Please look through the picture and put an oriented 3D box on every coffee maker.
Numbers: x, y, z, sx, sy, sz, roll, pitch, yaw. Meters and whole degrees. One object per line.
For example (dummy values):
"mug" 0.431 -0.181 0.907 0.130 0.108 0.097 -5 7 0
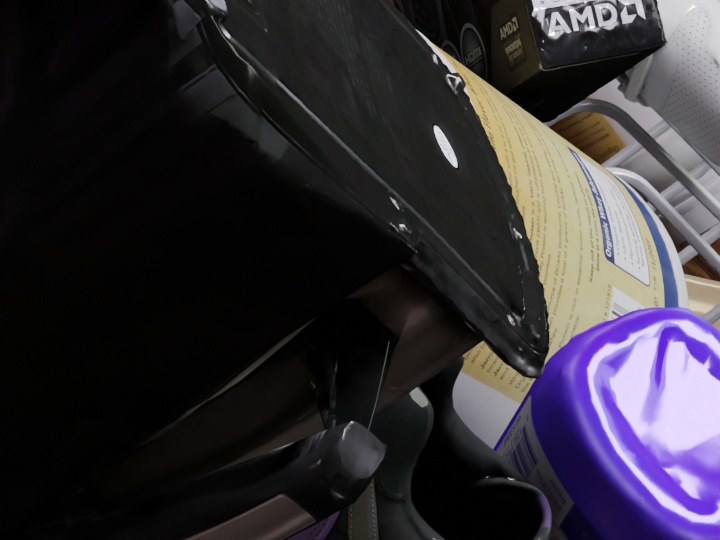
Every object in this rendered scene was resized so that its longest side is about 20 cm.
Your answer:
"coffee maker" -0.092 -0.008 0.609 0.192 0.200 0.135 52 17 -14

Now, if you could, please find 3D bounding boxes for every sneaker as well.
"sneaker" 0.018 0.098 0.793 0.200 0.087 0.076 64 31 -34
"sneaker" 0.074 -0.098 1.071 0.115 0.074 0.200 -20 58 -24

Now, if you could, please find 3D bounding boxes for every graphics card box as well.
"graphics card box" 0.041 -0.154 0.975 0.125 0.051 0.201 152 -75 -72

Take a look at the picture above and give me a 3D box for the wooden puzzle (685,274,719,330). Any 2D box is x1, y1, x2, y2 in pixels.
"wooden puzzle" 0.219 0.090 1.325 0.185 0.046 0.200 12 34 -29

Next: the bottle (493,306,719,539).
"bottle" 0.066 0.090 0.853 0.065 0.200 0.084 -24 68 -27

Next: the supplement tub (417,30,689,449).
"supplement tub" 0.000 0.000 0.897 0.200 0.144 0.145 31 30 -50

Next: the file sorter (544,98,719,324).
"file sorter" 0.080 -0.028 1.168 0.139 0.124 0.200 42 23 -30

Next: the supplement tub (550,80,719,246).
"supplement tub" 0.138 -0.126 1.436 0.200 0.144 0.145 52 19 -7
